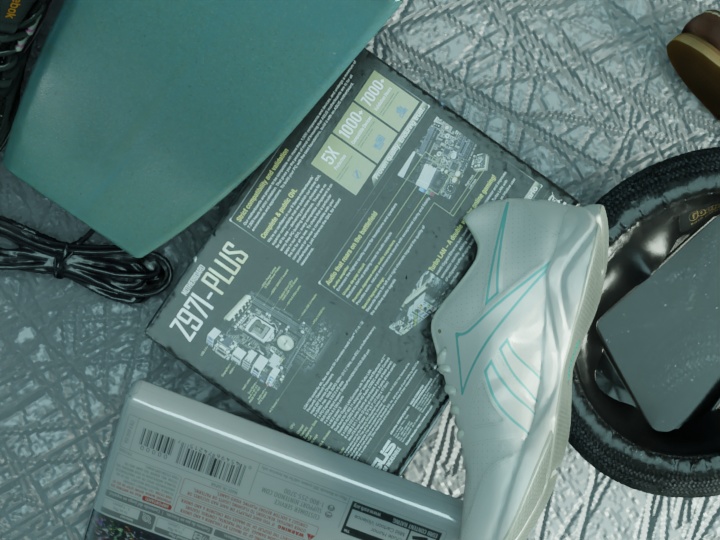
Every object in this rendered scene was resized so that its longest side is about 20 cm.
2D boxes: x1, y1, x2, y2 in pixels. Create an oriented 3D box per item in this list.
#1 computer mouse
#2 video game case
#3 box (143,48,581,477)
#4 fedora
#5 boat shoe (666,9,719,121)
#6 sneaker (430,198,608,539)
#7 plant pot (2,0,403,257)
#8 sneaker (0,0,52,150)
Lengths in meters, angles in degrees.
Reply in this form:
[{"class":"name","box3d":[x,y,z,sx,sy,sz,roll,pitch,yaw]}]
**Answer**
[{"class":"computer mouse","box3d":[-0.166,-0.089,1.051,0.139,0.046,0.202,8,99,-9]},{"class":"video game case","box3d":[-0.056,0.168,1.012,0.198,0.023,0.183,20,120,-1]},{"class":"box","box3d":[0.000,0.000,1.030,0.163,0.086,0.201,34,88,-1]},{"class":"fedora","box3d":[0.191,0.029,1.032,0.198,0.092,0.203,0,91,2]},{"class":"boat shoe","box3d":[0.267,-0.084,1.051,0.200,0.070,0.070,41,83,-7]},{"class":"sneaker","box3d":[0.074,0.058,0.960,0.079,0.070,0.202,11,80,14]},{"class":"plant pot","box3d":[-0.093,-0.119,0.963,0.141,0.141,0.201,34,107,-13]},{"class":"sneaker","box3d":[-0.194,-0.144,0.942,0.080,0.086,0.202,0,113,-30]}]
